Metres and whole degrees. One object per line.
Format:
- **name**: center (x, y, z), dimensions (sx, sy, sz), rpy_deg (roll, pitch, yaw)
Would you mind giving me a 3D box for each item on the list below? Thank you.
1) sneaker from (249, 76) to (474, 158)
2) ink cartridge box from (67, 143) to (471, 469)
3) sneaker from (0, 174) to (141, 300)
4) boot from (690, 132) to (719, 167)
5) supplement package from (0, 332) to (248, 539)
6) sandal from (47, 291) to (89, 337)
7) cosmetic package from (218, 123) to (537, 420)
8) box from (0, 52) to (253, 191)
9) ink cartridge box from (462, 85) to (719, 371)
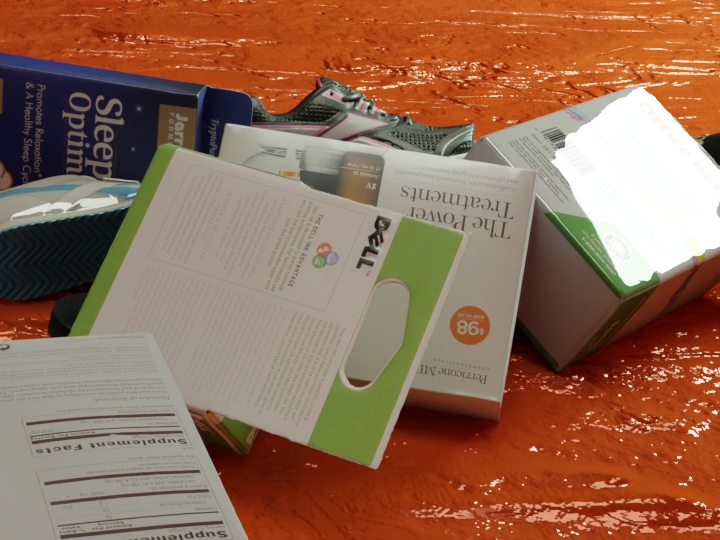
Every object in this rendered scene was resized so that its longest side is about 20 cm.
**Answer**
- **sneaker**: center (-0.008, -0.105, 1.370), dimensions (0.199, 0.087, 0.080), rpy_deg (-6, 4, -12)
- **ink cartridge box**: center (-0.047, 0.030, 1.023), dimensions (0.199, 0.148, 0.076), rpy_deg (17, -19, 21)
- **sneaker**: center (-0.166, -0.034, 1.228), dimensions (0.199, 0.077, 0.081), rpy_deg (-4, 31, -23)
- **boot**: center (0.341, -0.059, 1.388), dimensions (0.150, 0.200, 0.074), rpy_deg (-15, 53, 35)
- **supplement package**: center (-0.129, 0.125, 0.835), dimensions (0.109, 0.114, 0.200), rpy_deg (-3, 27, -19)
- **sandal**: center (-0.109, 0.017, 1.170), dimensions (0.199, 0.043, 0.076), rpy_deg (-8, 27, -30)
- **cosmetic package**: center (0.000, 0.000, 1.115), dimensions (0.199, 0.152, 0.052), rpy_deg (8, -16, 6)
- **box**: center (-0.179, -0.081, 1.276), dimensions (0.199, 0.122, 0.032), rpy_deg (9, 23, 6)
- **ink cartridge box**: center (0.165, -0.034, 1.241), dimensions (0.200, 0.084, 0.145), rpy_deg (-21, 65, -47)
